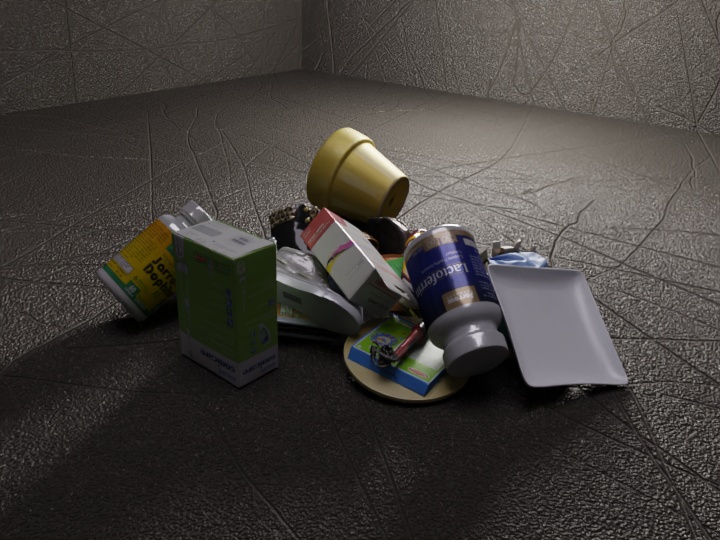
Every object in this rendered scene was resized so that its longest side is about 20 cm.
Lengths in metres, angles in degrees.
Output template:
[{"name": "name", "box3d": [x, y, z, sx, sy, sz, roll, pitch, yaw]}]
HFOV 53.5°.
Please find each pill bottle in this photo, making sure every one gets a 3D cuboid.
[{"name": "pill bottle", "box3d": [0.142, 0.045, 1.052, 0.113, 0.117, 0.204, -6, 58, -17]}, {"name": "pill bottle", "box3d": [-0.333, -0.020, 1.206, 0.200, 0.114, 0.112, -44, 40, -15]}]

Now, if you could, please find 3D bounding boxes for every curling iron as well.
[{"name": "curling iron", "box3d": [0.076, 0.094, 1.082, 0.049, 0.026, 0.199, 25, 33, 25]}]

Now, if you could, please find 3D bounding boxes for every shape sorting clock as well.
[{"name": "shape sorting clock", "box3d": [0.071, 0.132, 1.082, 0.195, 0.040, 0.201, 6, 28, -3]}]

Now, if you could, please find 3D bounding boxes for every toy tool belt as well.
[{"name": "toy tool belt", "box3d": [0.279, 0.003, 1.281, 0.196, 0.126, 0.125, -11, 26, -27]}]

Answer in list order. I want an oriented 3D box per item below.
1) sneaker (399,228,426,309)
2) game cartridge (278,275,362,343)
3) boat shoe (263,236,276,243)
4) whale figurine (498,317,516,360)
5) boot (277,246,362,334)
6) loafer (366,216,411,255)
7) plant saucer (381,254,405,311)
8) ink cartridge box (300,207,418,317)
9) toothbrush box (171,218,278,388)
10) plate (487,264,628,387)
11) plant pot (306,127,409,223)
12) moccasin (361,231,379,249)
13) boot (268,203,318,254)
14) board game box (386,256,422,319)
[{"name": "sneaker", "box3d": [0.111, -0.026, 1.237, 0.073, 0.092, 0.202, 12, 39, -1]}, {"name": "game cartridge", "box3d": [-0.092, 0.054, 1.184, 0.195, 0.042, 0.135, 7, 44, -7]}, {"name": "boat shoe", "box3d": [-0.223, -0.040, 1.279, 0.199, 0.066, 0.074, 13, 24, 36]}, {"name": "whale figurine", "box3d": [0.235, 0.078, 1.126, 0.157, 0.106, 0.199, -24, 46, -39]}, {"name": "boot", "box3d": [-0.069, 0.022, 1.141, 0.197, 0.075, 0.096, 26, 48, 16]}, {"name": "loafer", "box3d": [0.072, -0.080, 1.495, 0.069, 0.075, 0.200, -1, 15, -18]}, {"name": "plant saucer", "box3d": [0.068, 0.016, 1.348, 0.195, 0.038, 0.201, 2, 23, -1]}, {"name": "ink cartridge box", "box3d": [0.000, 0.000, 1.152, 0.201, 0.068, 0.116, 51, 13, 34]}, {"name": "toothbrush box", "box3d": [-0.199, 0.045, 1.058, 0.144, 0.205, 0.085, 20, 28, 37]}, {"name": "plate", "box3d": [0.290, 0.087, 1.080, 0.196, 0.032, 0.203, 4, 56, -27]}, {"name": "plant pot", "box3d": [0.004, -0.199, 1.658, 0.187, 0.204, 0.200, 31, 34, 21]}, {"name": "moccasin", "box3d": [-0.040, -0.033, 1.416, 0.077, 0.076, 0.199, 12, 14, 41]}, {"name": "boot", "box3d": [-0.082, -0.046, 1.312, 0.195, 0.154, 0.073, -11, -23, 10]}, {"name": "board game box", "box3d": [0.115, 0.044, 1.243, 0.103, 0.024, 0.201, -13, 44, -26]}]
